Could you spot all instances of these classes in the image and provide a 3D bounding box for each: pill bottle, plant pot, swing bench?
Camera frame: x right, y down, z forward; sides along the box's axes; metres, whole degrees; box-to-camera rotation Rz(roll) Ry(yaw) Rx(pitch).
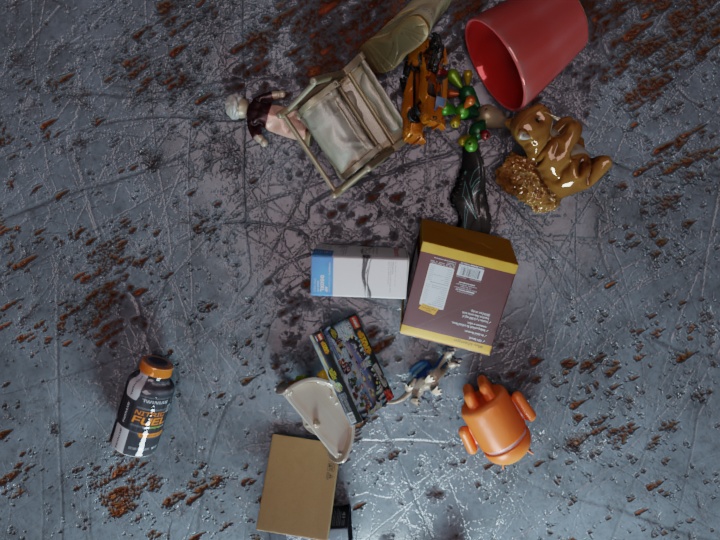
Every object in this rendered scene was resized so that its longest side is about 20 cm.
[{"bbox_3d":[-0.471,0.292,1.403,0.104,0.106,0.205,19,99,-1],"label":"pill bottle"},{"bbox_3d":[0.324,-0.441,1.232,0.175,0.200,0.203,-34,97,-2],"label":"plant pot"},{"bbox_3d":[-0.023,-0.290,1.272,0.129,0.200,0.201,-28,100,43],"label":"swing bench"}]

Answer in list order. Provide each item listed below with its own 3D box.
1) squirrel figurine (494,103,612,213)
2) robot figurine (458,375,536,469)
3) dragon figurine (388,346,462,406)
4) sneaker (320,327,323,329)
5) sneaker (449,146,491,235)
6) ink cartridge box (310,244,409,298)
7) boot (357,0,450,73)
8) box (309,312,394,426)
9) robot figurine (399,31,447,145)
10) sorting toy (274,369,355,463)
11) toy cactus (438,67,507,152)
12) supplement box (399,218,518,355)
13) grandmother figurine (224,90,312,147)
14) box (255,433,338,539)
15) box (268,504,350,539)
[{"bbox_3d":[0.353,-0.222,1.269,0.184,0.143,0.201,30,117,-23],"label":"squirrel figurine"},{"bbox_3d":[0.291,0.330,1.383,0.143,0.116,0.203,-36,98,-28],"label":"robot figurine"},{"bbox_3d":[0.137,0.238,1.400,0.198,0.100,0.059,-35,99,26],"label":"dragon figurine"},{"bbox_3d":[-0.032,0.215,1.395,0.072,0.071,0.203,-31,97,6],"label":"sneaker"},{"bbox_3d":[0.223,-0.169,1.327,0.077,0.075,0.206,-7,98,5],"label":"sneaker"},{"bbox_3d":[0.000,0.000,1.324,0.193,0.145,0.087,2,101,2],"label":"ink cartridge box"},{"bbox_3d":[0.090,-0.485,1.274,0.073,0.198,0.157,44,57,-20],"label":"boot"},{"bbox_3d":[-0.015,0.203,1.342,0.039,0.136,0.204,-28,86,33],"label":"box"},{"bbox_3d":[0.126,-0.359,1.260,0.057,0.144,0.206,13,72,-26],"label":"robot figurine"},{"bbox_3d":[-0.109,0.292,1.365,0.107,0.178,0.202,-46,108,-30],"label":"sorting toy"},{"bbox_3d":[0.228,-0.325,1.284,0.161,0.204,0.103,5,140,-28],"label":"toy cactus"},{"bbox_3d":[0.194,0.032,1.308,0.191,0.133,0.205,13,114,0],"label":"supplement box"},{"bbox_3d":[-0.190,-0.315,1.328,0.195,0.061,0.124,19,72,1],"label":"grandmother figurine"},{"bbox_3d":[-0.134,0.473,1.409,0.158,0.021,0.206,7,69,5],"label":"box"},{"bbox_3d":[-0.106,0.652,1.450,0.176,0.104,0.207,-4,98,3],"label":"box"}]
